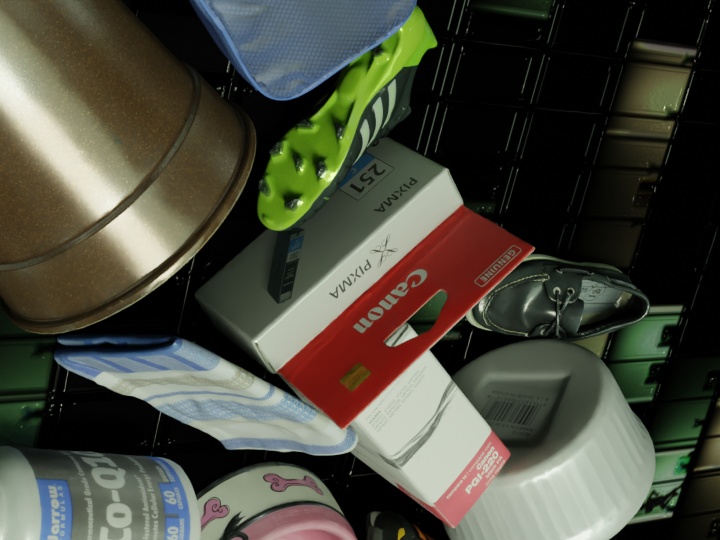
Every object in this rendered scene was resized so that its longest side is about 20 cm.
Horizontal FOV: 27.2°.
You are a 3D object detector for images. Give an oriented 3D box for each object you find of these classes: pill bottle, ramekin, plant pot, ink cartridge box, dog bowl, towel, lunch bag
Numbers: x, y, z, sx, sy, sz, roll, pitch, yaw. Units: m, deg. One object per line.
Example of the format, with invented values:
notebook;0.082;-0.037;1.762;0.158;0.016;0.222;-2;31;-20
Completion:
pill bottle;-0.224;0.185;1.068;0.199;0.114;0.114;11;106;-42
ramekin;0.147;0.152;1.296;0.200;0.200;0.098;-38;124;-17
plant pot;-0.198;-0.100;0.894;0.200;0.200;0.198;-45;126;-10
ink cartridge box;0.013;0.098;1.188;0.085;0.145;0.200;-50;134;-9
dog bowl;-0.082;0.266;1.253;0.199;0.074;0.201;-19;123;-31
ink cartridge box;0.000;0.000;1.106;0.200;0.176;0.045;-42;132;-13
towel;-0.112;0.093;1.094;0.200;0.146;0.024;34;63;-42
lunch bag;-0.066;-0.231;0.964;0.135;0.133;0.200;-32;132;-1

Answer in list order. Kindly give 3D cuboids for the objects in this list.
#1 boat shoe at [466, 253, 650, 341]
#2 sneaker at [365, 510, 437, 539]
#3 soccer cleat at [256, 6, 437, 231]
boat shoe;0.185;0.032;1.346;0.199;0.066;0.075;4;111;-40
sneaker;0.064;0.258;1.320;0.200;0.089;0.070;56;32;-61
soccer cleat;-0.006;-0.110;1.123;0.201;0.067;0.081;-58;146;1
